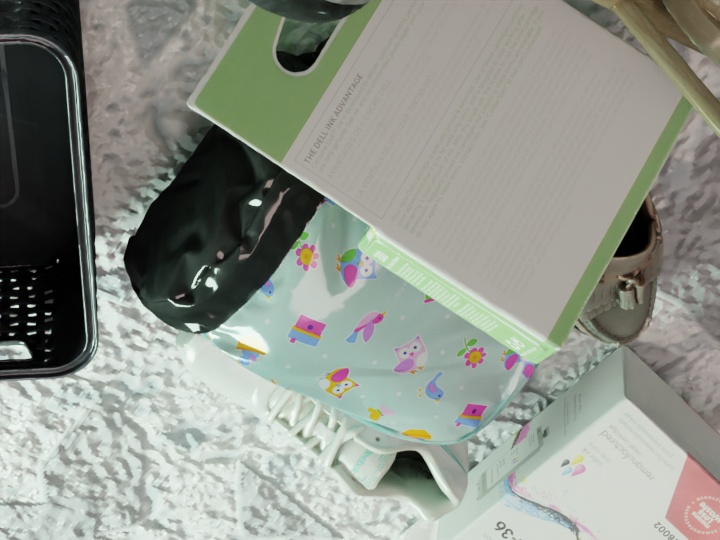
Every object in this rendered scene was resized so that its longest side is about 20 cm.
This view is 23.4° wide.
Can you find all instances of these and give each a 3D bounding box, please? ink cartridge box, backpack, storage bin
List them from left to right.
[{"bbox_3d":[-0.197,-0.050,0.830,0.133,0.094,0.202,-3,129,-7],"label":"storage bin"},{"bbox_3d":[0.000,0.000,0.885,0.199,0.127,0.167,28,118,-30],"label":"backpack"},{"bbox_3d":[0.038,-0.072,0.797,0.199,0.146,0.048,32,166,-2],"label":"ink cartridge box"},{"bbox_3d":[0.127,0.156,1.057,0.116,0.068,0.200,41,114,-14],"label":"ink cartridge box"}]

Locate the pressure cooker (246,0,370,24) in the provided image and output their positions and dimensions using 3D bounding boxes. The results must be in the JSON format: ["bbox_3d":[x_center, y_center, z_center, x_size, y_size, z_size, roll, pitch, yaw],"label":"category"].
[{"bbox_3d":[-0.006,-0.222,0.672,0.200,0.180,0.175,-43,146,25],"label":"pressure cooker"}]

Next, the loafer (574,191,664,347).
[{"bbox_3d":[0.125,-0.028,0.916,0.072,0.063,0.201,-34,130,-14],"label":"loafer"}]

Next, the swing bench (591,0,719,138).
[{"bbox_3d":[0.236,-0.149,0.785,0.199,0.130,0.199,-44,162,26],"label":"swing bench"}]

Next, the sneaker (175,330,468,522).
[{"bbox_3d":[-0.013,0.077,0.978,0.199,0.081,0.071,26,122,-26],"label":"sneaker"}]
